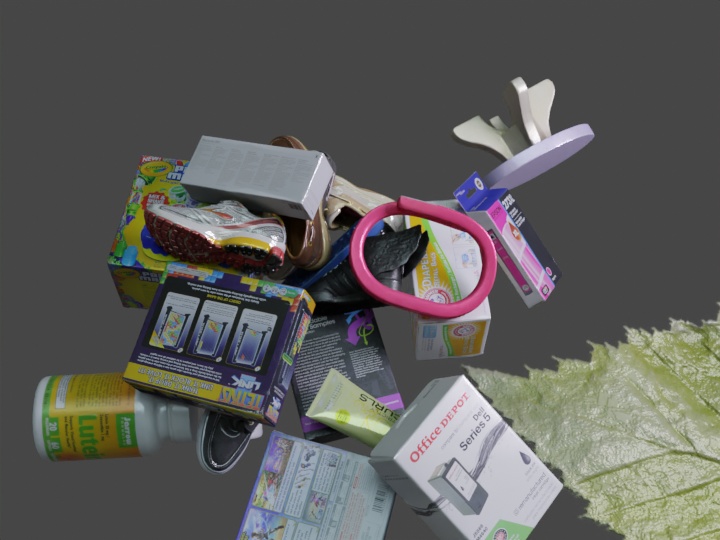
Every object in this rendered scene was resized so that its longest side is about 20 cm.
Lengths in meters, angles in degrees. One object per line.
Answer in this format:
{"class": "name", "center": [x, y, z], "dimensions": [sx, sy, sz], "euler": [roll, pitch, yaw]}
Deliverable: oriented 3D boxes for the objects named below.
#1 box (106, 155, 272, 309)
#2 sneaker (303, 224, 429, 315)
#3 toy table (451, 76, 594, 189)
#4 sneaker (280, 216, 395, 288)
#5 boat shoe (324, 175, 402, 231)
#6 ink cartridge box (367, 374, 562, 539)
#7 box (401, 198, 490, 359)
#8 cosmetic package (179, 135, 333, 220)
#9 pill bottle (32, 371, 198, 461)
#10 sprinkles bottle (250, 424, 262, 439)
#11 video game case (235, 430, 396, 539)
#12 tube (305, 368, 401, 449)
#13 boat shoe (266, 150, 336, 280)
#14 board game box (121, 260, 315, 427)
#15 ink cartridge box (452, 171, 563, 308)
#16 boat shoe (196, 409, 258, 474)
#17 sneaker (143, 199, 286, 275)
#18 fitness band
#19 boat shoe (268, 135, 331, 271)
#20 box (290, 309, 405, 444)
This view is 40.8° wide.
{"class": "box", "center": [-0.239, -0.046, 1.415], "dimensions": [0.197, 0.122, 0.194], "euler": [7, 58, 3]}
{"class": "sneaker", "center": [-0.002, -0.001, 1.346], "dimensions": [0.198, 0.060, 0.105], "euler": [-8, 67, 25]}
{"class": "toy table", "center": [0.248, -0.209, 1.498], "dimensions": [0.199, 0.184, 0.118], "euler": [-25, 78, -24]}
{"class": "sneaker", "center": [-0.029, 0.004, 1.417], "dimensions": [0.199, 0.078, 0.070], "euler": [-37, 25, 2]}
{"class": "boat shoe", "center": [-0.035, -0.094, 1.472], "dimensions": [0.198, 0.074, 0.070], "euler": [17, 54, 9]}
{"class": "ink cartridge box", "center": [0.131, 0.253, 1.206], "dimensions": [0.200, 0.084, 0.146], "euler": [47, 66, -8]}
{"class": "box", "center": [0.119, 0.012, 1.385], "dimensions": [0.100, 0.113, 0.202], "euler": [-4, 60, -2]}
{"class": "cosmetic package", "center": [-0.143, -0.128, 1.332], "dimensions": [0.198, 0.051, 0.083], "euler": [12, 68, 25]}
{"class": "pill bottle", "center": [-0.318, 0.190, 1.275], "dimensions": [0.197, 0.111, 0.112], "euler": [-3, 58, -2]}
{"class": "sprinkles bottle", "center": [-0.172, 0.125, 1.292], "dimensions": [0.067, 0.068, 0.203], "euler": [-5, 87, -3]}
{"class": "video game case", "center": [-0.057, 0.324, 1.233], "dimensions": [0.179, 0.046, 0.202], "euler": [14, 59, 7]}
{"class": "tube", "center": [0.029, 0.210, 1.272], "dimensions": [0.199, 0.052, 0.058], "euler": [31, 18, 2]}
{"class": "boat shoe", "center": [-0.082, -0.077, 1.430], "dimensions": [0.066, 0.057, 0.202], "euler": [23, 95, 25]}
{"class": "board game box", "center": [-0.174, 0.088, 1.205], "dimensions": [0.198, 0.057, 0.167], "euler": [12, 71, 20]}
{"class": "ink cartridge box", "center": [0.215, -0.051, 1.394], "dimensions": [0.201, 0.037, 0.095], "euler": [54, 37, -4]}
{"class": "boat shoe", "center": [-0.144, 0.164, 1.227], "dimensions": [0.070, 0.066, 0.201], "euler": [33, 74, -15]}
{"class": "sneaker", "center": [-0.196, -0.055, 1.313], "dimensions": [0.198, 0.078, 0.083], "euler": [14, 55, -4]}
{"class": "fitness band", "center": [0.082, -0.016, 1.283], "dimensions": [0.198, 0.037, 0.145], "euler": [16, 84, -3]}
{"class": "boat shoe", "center": [-0.094, -0.100, 1.368], "dimensions": [0.071, 0.067, 0.202], "euler": [-18, 77, 23]}
{"class": "box", "center": [-0.031, 0.135, 1.355], "dimensions": [0.141, 0.036, 0.202], "euler": [-12, 61, -8]}
